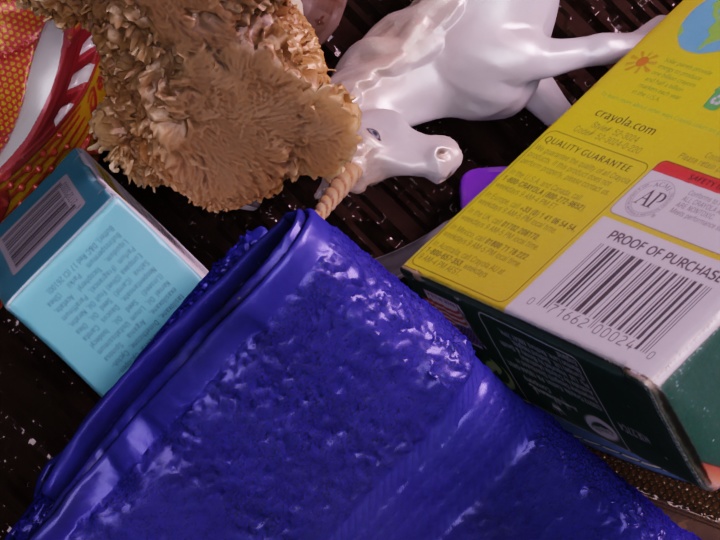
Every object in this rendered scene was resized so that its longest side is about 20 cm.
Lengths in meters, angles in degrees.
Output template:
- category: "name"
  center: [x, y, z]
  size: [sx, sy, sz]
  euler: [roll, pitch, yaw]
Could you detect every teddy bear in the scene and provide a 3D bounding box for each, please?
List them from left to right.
- category: "teddy bear"
  center: [-0.061, -0.117, 0.791]
  size: [0.145, 0.067, 0.200]
  euler: [-32, 113, 19]

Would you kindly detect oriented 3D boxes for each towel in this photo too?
- category: "towel"
  center: [0.004, 0.089, 0.802]
  size: [0.200, 0.050, 0.148]
  euler: [40, 100, -20]

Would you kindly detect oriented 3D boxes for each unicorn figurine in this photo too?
- category: "unicorn figurine"
  center: [0.053, -0.092, 0.887]
  size: [0.136, 0.074, 0.201]
  euler: [6, 74, -6]

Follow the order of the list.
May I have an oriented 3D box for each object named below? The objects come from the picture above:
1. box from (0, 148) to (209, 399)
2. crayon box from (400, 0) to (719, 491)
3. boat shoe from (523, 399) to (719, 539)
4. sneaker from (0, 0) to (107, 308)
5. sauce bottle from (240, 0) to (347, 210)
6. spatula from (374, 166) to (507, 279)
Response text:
- category: "box"
  center: [-0.033, 0.051, 0.849]
  size: [0.049, 0.082, 0.200]
  euler: [-45, 109, -1]
- category: "crayon box"
  center: [0.125, -0.033, 0.813]
  size: [0.200, 0.127, 0.051]
  euler: [-43, 125, -16]
- category: "boat shoe"
  center: [0.081, 0.065, 0.875]
  size: [0.199, 0.072, 0.073]
  euler: [15, 112, 18]
- category: "sneaker"
  center: [-0.124, -0.067, 0.879]
  size: [0.077, 0.073, 0.201]
  euler: [22, 90, 22]
- category: "sauce bottle"
  center: [-0.028, -0.122, 0.877]
  size: [0.064, 0.065, 0.201]
  euler: [17, 90, -5]
- category: "spatula"
  center: [0.000, 0.000, 0.899]
  size: [0.199, 0.021, 0.057]
  euler: [-13, 52, 1]
